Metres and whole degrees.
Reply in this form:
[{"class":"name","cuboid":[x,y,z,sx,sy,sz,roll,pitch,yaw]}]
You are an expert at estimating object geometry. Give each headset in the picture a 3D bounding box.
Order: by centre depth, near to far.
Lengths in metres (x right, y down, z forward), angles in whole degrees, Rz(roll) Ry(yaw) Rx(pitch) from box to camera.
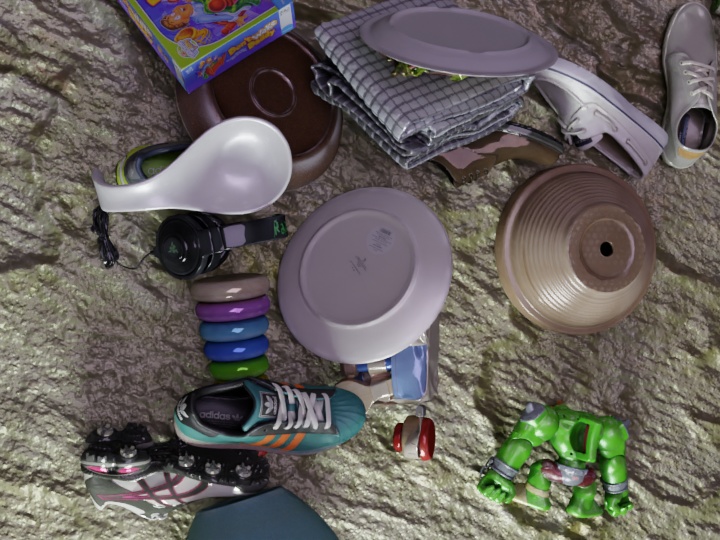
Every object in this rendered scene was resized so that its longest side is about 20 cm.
[{"class":"headset","cuboid":[-0.176,-0.041,1.181,0.198,0.124,0.095,-12,93,5]}]

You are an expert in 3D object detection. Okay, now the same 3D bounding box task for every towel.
[{"class":"towel","cuboid":[0.062,-0.202,1.208,0.199,0.086,0.166,-28,66,-34]}]

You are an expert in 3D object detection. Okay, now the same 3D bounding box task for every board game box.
[{"class":"board game box","cuboid":[-0.177,-0.296,1.168,0.134,0.045,0.200,-34,71,-12]}]

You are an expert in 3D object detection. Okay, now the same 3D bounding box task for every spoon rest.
[{"class":"spoon rest","cuboid":[-0.165,-0.092,1.124,0.198,0.061,0.100,-13,116,-2]}]

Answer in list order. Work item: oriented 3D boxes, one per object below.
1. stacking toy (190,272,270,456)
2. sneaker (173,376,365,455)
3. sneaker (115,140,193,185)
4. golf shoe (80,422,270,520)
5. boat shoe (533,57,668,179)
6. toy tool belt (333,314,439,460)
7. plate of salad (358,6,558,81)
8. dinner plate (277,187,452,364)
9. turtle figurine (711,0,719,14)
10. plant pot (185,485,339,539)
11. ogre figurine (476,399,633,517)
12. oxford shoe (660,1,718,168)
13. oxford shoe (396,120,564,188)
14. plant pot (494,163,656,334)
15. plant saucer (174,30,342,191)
[{"class":"stacking toy","cuboid":[-0.130,0.107,1.213,0.085,0.085,0.202,-7,96,-15]},{"class":"sneaker","cuboid":[-0.086,0.145,1.146,0.198,0.080,0.072,-1,71,-13]},{"class":"sneaker","cuboid":[-0.155,-0.105,1.201,0.198,0.081,0.075,-9,93,-15]},{"class":"golf shoe","cuboid":[-0.190,0.213,1.185,0.198,0.077,0.089,6,118,6]},{"class":"boat shoe","cuboid":[0.267,-0.174,1.326,0.199,0.071,0.070,32,79,-20]},{"class":"toy tool belt","cuboid":[0.021,0.104,1.247,0.122,0.125,0.202,0,87,16]},{"class":"plate of salad","cuboid":[0.096,-0.218,1.131,0.198,0.200,0.048,-2,121,-15]},{"class":"dinner plate","cuboid":[0.000,0.000,1.211,0.199,0.024,0.202,-7,66,17]},{"class":"turtle figurine","cuboid":[0.533,-0.316,1.349,0.192,0.200,0.145,11,72,-6]},{"class":"plant pot","cuboid":[-0.106,0.299,1.166,0.199,0.200,0.136,-15,84,-15]},{"class":"ogre figurine","cuboid":[0.237,0.216,1.305,0.198,0.098,0.121,15,98,-4]},{"class":"oxford shoe","cuboid":[0.400,-0.223,1.366,0.075,0.058,0.202,7,87,-13]},{"class":"oxford shoe","cuboid":[0.131,-0.132,1.289,0.198,0.073,0.085,6,91,-3]},{"class":"plant pot","cuboid":[0.263,-0.025,1.312,0.199,0.093,0.203,0,90,-16]},{"class":"plant saucer","cuboid":[-0.098,-0.183,1.203,0.199,0.032,0.202,12,67,-30]}]
